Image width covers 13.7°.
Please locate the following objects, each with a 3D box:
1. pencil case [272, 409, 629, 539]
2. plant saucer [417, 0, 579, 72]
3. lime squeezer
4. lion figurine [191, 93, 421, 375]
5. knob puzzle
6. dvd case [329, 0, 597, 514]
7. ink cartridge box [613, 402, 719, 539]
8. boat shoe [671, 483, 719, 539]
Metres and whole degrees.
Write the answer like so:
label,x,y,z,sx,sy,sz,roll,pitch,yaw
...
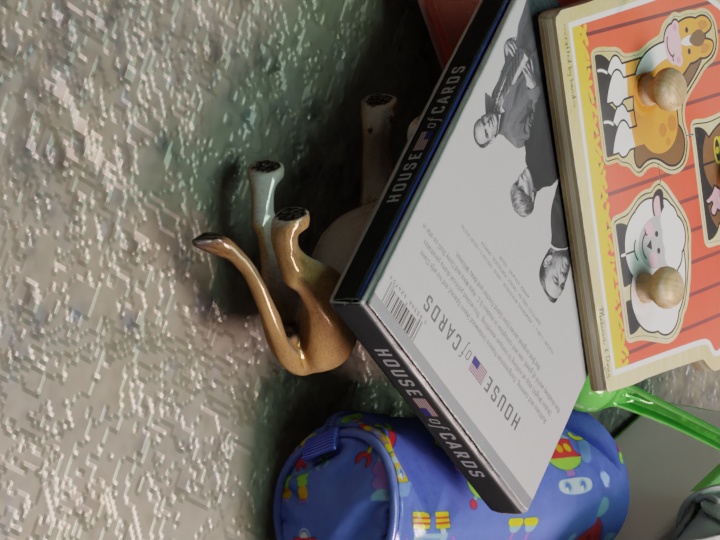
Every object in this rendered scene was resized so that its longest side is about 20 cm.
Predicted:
label,x,y,z,sx,sy,sz,roll,pitch,yaw
pencil case,0.045,0.102,1.402,0.200,0.078,0.087,-2,71,-51
plant saucer,0.101,-0.172,1.415,0.200,0.037,0.200,-33,124,-18
lime squeezer,0.100,0.055,1.416,0.199,0.071,0.038,11,105,-34
lion figurine,0.000,0.000,1.338,0.200,0.072,0.123,-28,124,-40
knob puzzle,0.163,-0.050,1.418,0.219,0.030,0.221,3,86,-51
dvd case,0.068,-0.015,1.341,0.150,0.025,0.200,53,51,-35
ink cartridge box,0.166,0.193,1.566,0.145,0.084,0.201,-37,123,-41
boat shoe,0.184,0.139,1.467,0.200,0.072,0.069,6,69,-44
